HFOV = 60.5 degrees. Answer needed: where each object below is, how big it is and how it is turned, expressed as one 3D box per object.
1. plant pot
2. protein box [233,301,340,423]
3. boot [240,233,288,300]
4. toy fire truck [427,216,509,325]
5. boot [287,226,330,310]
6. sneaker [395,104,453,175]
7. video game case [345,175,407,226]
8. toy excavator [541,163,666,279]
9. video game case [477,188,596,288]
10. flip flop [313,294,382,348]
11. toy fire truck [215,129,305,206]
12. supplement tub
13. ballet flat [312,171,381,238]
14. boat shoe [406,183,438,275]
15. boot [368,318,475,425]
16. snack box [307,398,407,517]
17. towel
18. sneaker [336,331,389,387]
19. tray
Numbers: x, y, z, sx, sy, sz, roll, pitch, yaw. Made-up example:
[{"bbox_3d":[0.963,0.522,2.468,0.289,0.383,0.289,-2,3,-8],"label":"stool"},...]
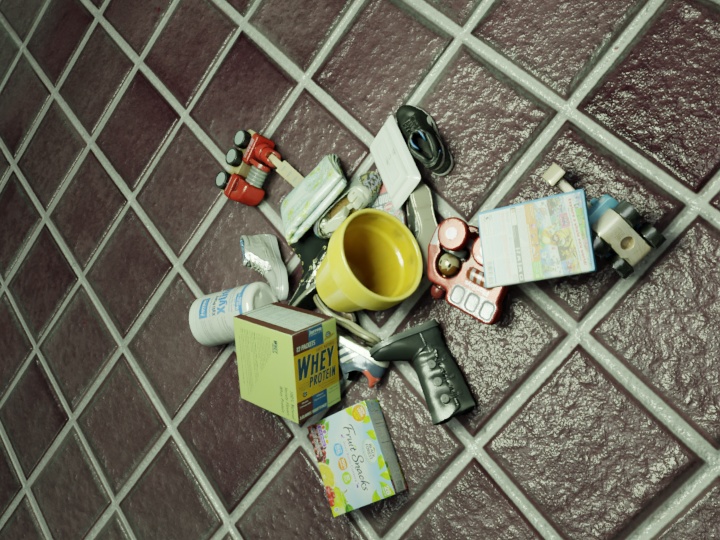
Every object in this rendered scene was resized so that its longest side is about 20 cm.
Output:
[{"bbox_3d":[0.000,0.000,1.306,0.188,0.198,0.204,-35,64,51],"label":"plant pot"},{"bbox_3d":[-0.163,0.197,1.375,0.198,0.134,0.202,11,110,41],"label":"protein box"},{"bbox_3d":[-0.239,-0.007,1.495,0.074,0.094,0.202,113,146,-41],"label":"boot"},{"bbox_3d":[0.215,-0.004,1.245,0.198,0.112,0.170,28,98,31],"label":"toy fire truck"},{"bbox_3d":[-0.130,-0.008,1.474,0.204,0.073,0.154,-50,60,9],"label":"boot"},{"bbox_3d":[0.125,-0.302,1.340,0.073,0.111,0.201,-40,65,18],"label":"sneaker"},{"bbox_3d":[0.039,-0.113,1.419,0.141,0.017,0.204,-14,76,28],"label":"video game case"},{"bbox_3d":[0.433,-0.103,1.144,0.194,0.201,0.100,38,106,-17],"label":"toy excavator"},{"bbox_3d":[0.313,-0.054,1.113,0.197,0.018,0.146,-11,77,32],"label":"video game case"},{"bbox_3d":[-0.025,0.108,1.396,0.198,0.081,0.058,30,81,29],"label":"flip flop"},{"bbox_3d":[-0.244,-0.236,1.559,0.199,0.128,0.178,35,101,39],"label":"toy fire truck"},{"bbox_3d":[-0.310,0.110,1.528,0.197,0.131,0.134,-14,76,27],"label":"supplement tub"},{"bbox_3d":[-0.026,-0.141,1.398,0.200,0.072,0.072,-41,65,10],"label":"ballet flat"},{"bbox_3d":[0.138,-0.088,1.343,0.066,0.057,0.204,-6,82,-7],"label":"boat shoe"},{"bbox_3d":[0.125,0.224,1.275,0.163,0.066,0.203,-24,73,4],"label":"boot"},{"bbox_3d":[-0.010,0.406,1.345,0.167,0.067,0.203,-28,71,25],"label":"snack box"},{"bbox_3d":[-0.115,-0.175,1.447,0.200,0.048,0.172,-47,24,15],"label":"towel"},{"bbox_3d":[-0.034,0.195,1.384,0.198,0.075,0.086,26,91,30],"label":"sneaker"},{"bbox_3d":[0.068,-0.242,1.373,0.108,0.022,0.202,-51,47,40],"label":"tray"}]
